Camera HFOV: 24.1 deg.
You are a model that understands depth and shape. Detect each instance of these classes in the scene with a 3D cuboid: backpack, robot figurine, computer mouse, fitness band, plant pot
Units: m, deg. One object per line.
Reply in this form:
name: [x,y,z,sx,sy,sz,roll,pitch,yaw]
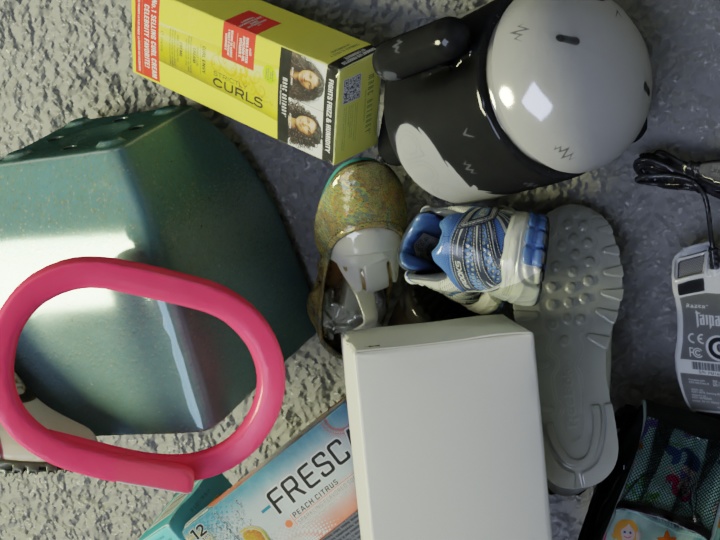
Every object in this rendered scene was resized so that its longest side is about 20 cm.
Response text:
backpack: [0.209,0.217,1.163,0.150,0.200,0.178,21,145,17]
robot figurine: [0.095,-0.113,1.089,0.200,0.150,0.125,-13,102,53]
computer mouse: [0.246,0.013,1.151,0.109,0.044,0.201,5,117,30]
fitness band: [-0.149,0.068,1.126,0.199,0.037,0.145,13,93,-10]
plant pot: [-0.171,-0.009,1.247,0.195,0.196,0.201,-4,109,26]

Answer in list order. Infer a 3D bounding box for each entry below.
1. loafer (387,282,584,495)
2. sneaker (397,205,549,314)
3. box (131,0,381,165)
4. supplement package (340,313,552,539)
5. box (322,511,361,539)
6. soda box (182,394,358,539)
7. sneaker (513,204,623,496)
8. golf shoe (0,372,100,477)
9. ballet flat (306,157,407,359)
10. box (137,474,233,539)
loafer: [0.095,0.090,1.252,0.200,0.073,0.071,48,133,2]
sneaker: [0.066,-0.016,1.141,0.085,0.200,0.078,10,84,-7]
box: [-0.075,-0.145,1.174,0.199,0.050,0.076,28,129,32]
supplement package: [0.058,0.138,1.116,0.119,0.121,0.201,-6,95,-4]
box: [0.034,0.226,1.321,0.200,0.109,0.128,47,126,-5]
soda box: [-0.030,0.148,1.204,0.200,0.064,0.069,-38,89,-6]
sneaker: [0.141,0.055,1.175,0.076,0.081,0.201,4,79,4]
golf shoe: [-0.268,0.086,1.180,0.199,0.077,0.089,17,97,14]
ballet flat: [0.000,0.000,1.206,0.070,0.071,0.200,27,147,9]
box: [-0.076,0.251,1.270,0.049,0.082,0.200,-36,98,35]
